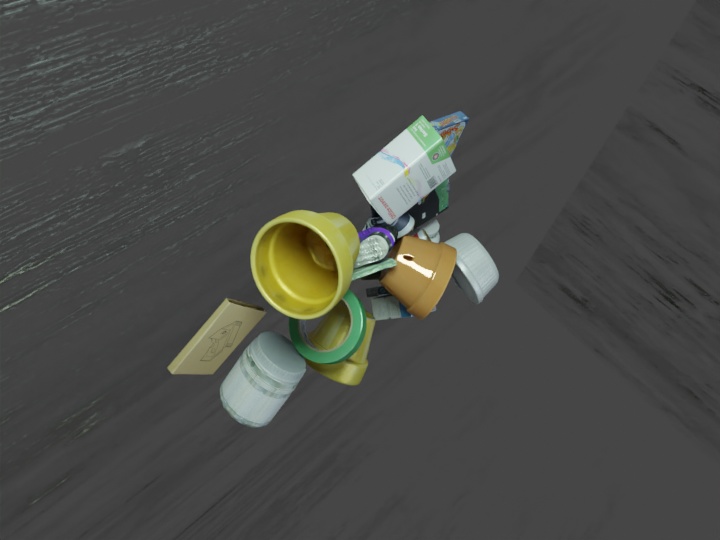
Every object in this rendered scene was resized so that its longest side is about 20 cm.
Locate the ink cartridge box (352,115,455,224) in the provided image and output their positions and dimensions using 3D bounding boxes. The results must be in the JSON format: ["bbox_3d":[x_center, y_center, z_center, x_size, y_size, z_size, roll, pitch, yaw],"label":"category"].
[{"bbox_3d":[0.098,-0.215,1.206,0.199,0.085,0.145,-38,153,7],"label":"ink cartridge box"}]

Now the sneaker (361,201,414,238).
[{"bbox_3d":[0.027,-0.104,1.362,0.198,0.071,0.108,-30,136,27],"label":"sneaker"}]

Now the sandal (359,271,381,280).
[{"bbox_3d":[0.092,0.011,1.596,0.196,0.058,0.081,-10,143,-6],"label":"sandal"}]

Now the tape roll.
[{"bbox_3d":[-0.083,0.133,1.384,0.201,0.200,0.048,-46,161,2],"label":"tape roll"}]

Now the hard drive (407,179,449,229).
[{"bbox_3d":[0.162,-0.195,1.437,0.198,0.037,0.142,-32,132,-34],"label":"hard drive"}]

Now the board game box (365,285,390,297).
[{"bbox_3d":[0.126,0.051,1.646,0.195,0.029,0.135,-9,177,-15],"label":"board game box"}]

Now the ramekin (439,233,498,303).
[{"bbox_3d":[0.309,-0.014,1.560,0.093,0.204,0.203,-35,159,-3],"label":"ramekin"}]

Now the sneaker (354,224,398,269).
[{"bbox_3d":[0.014,-0.063,1.296,0.197,0.070,0.100,-8,-150,46],"label":"sneaker"}]

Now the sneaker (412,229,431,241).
[{"bbox_3d":[0.164,-0.028,1.537,0.111,0.072,0.201,-27,139,11],"label":"sneaker"}]

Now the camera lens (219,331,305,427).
[{"bbox_3d":[-0.249,0.277,1.381,0.201,0.160,0.159,-53,159,18],"label":"camera lens"}]

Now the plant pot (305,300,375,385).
[{"bbox_3d":[-0.051,0.197,1.590,0.192,0.198,0.200,-64,157,5],"label":"plant pot"}]

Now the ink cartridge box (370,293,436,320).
[{"bbox_3d":[0.112,0.102,1.623,0.114,0.068,0.198,-9,178,-42],"label":"ink cartridge box"}]

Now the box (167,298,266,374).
[{"bbox_3d":[-0.314,0.151,1.216,0.201,0.021,0.163,-48,160,5],"label":"box"}]

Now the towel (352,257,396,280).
[{"bbox_3d":[0.000,0.000,1.353,0.149,0.024,0.200,-20,-174,-9],"label":"towel"}]

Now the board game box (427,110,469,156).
[{"bbox_3d":[0.170,-0.300,1.327,0.198,0.034,0.137,-30,154,-38],"label":"board game box"}]

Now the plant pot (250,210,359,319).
[{"bbox_3d":[-0.091,-0.032,1.104,0.203,0.199,0.189,-57,172,29],"label":"plant pot"}]

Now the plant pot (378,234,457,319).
[{"bbox_3d":[0.137,0.001,1.389,0.203,0.138,0.200,-61,-174,11],"label":"plant pot"}]

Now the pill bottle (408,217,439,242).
[{"bbox_3d":[0.169,-0.071,1.640,0.111,0.112,0.202,-32,155,-33],"label":"pill bottle"}]
